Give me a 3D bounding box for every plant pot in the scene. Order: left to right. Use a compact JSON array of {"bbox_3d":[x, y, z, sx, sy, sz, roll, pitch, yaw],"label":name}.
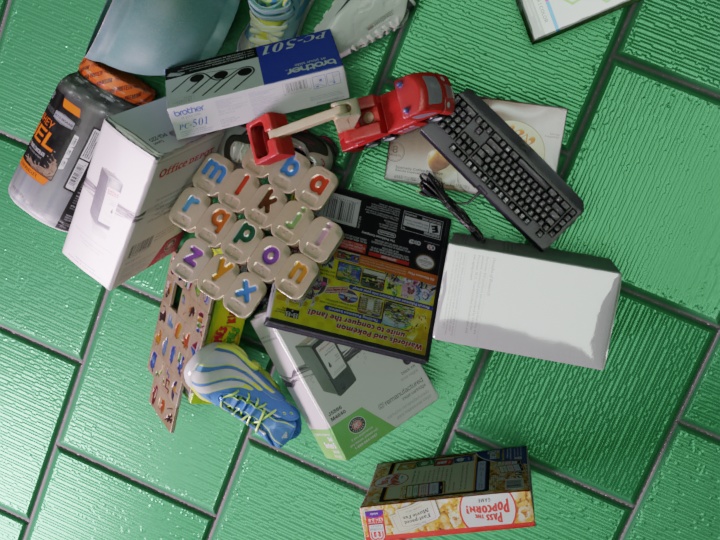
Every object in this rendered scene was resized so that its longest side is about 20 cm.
[{"bbox_3d":[-0.222,-0.313,1.070,0.133,0.200,0.201,24,102,-22],"label":"plant pot"}]

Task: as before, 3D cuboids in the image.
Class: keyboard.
[{"bbox_3d":[0.145,-0.098,1.035,0.200,0.021,0.127,44,104,0],"label":"keyboard"}]

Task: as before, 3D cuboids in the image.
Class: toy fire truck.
[{"bbox_3d":[-0.010,-0.167,0.998,0.199,0.141,0.049,-17,85,35],"label":"toy fire truck"}]

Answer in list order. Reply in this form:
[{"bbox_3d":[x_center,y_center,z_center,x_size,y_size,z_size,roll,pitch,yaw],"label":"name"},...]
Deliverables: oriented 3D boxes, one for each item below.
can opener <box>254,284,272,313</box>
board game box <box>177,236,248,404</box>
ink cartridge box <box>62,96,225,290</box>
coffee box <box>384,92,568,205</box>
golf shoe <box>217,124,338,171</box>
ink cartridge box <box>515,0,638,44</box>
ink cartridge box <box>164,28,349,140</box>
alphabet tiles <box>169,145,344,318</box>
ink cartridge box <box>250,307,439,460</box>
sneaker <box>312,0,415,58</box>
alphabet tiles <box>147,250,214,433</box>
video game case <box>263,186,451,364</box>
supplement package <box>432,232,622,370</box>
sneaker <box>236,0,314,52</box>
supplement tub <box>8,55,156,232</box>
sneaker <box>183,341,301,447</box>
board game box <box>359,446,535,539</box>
[{"bbox_3d":[-0.103,-0.023,1.136,0.078,0.063,0.200,39,110,2],"label":"can opener"},{"bbox_3d":[-0.188,0.054,1.140,0.047,0.101,0.201,6,108,-34],"label":"board game box"},{"bbox_3d":[-0.258,-0.097,1.084,0.085,0.146,0.201,36,123,8],"label":"ink cartridge box"},{"bbox_3d":[0.136,-0.150,1.079,0.198,0.080,0.115,10,100,7],"label":"coffee box"},{"bbox_3d":[-0.129,-0.151,1.118,0.198,0.088,0.078,6,101,9],"label":"golf shoe"},{"bbox_3d":[0.273,-0.348,1.039,0.199,0.059,0.105,-21,94,11],"label":"ink cartridge box"},{"bbox_3d":[-0.119,-0.212,1.027,0.198,0.094,0.044,-14,132,-3],"label":"ink cartridge box"},{"bbox_3d":[-0.122,-0.052,1.047,0.199,0.015,0.196,31,84,19],"label":"alphabet tiles"},{"bbox_3d":[-0.021,0.107,1.110,0.145,0.084,0.201,-30,93,-21],"label":"ink cartridge box"},{"bbox_3d":[0.009,-0.305,1.084,0.080,0.076,0.200,40,103,-8],"label":"sneaker"},{"bbox_3d":[-0.231,0.092,1.143,0.007,0.167,0.202,8,102,-31],"label":"alphabet tiles"},{"bbox_3d":[0.000,0.000,1.074,0.198,0.025,0.182,15,73,-13],"label":"video game case"},{"bbox_3d":[0.195,0.033,1.077,0.198,0.117,0.118,10,99,8],"label":"supplement package"},{"bbox_3d":[-0.113,-0.290,1.073,0.079,0.131,0.201,20,101,4],"label":"sneaker"},{"bbox_3d":[-0.343,-0.157,1.132,0.122,0.123,0.201,31,101,3],"label":"supplement tub"},{"bbox_3d":[-0.126,0.153,1.090,0.105,0.200,0.076,34,86,32],"label":"sneaker"},{"bbox_3d":[0.109,0.270,1.107,0.198,0.151,0.047,-8,97,11],"label":"board game box"}]
